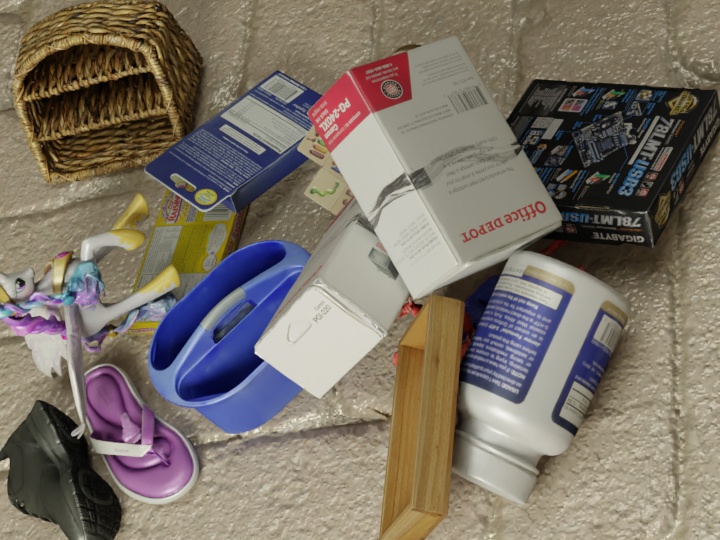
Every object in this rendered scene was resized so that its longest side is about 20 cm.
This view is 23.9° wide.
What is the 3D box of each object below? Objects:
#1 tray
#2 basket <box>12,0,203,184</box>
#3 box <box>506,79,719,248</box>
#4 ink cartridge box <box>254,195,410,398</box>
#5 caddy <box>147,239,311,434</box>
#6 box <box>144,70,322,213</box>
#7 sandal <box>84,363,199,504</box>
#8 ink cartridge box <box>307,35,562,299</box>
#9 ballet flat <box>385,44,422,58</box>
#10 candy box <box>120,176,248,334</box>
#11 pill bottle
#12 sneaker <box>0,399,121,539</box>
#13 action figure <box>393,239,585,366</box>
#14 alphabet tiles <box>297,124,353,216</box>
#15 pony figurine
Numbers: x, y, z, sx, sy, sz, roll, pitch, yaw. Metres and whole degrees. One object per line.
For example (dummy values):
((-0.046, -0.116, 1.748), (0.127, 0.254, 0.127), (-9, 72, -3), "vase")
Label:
((0.055, 0.133, 1.482), (0.037, 0.099, 0.201), (12, 60, -11), "tray")
((-0.297, -0.208, 1.933), (0.199, 0.143, 0.150), (-9, 53, 22), "basket")
((0.220, -0.106, 1.625), (0.197, 0.050, 0.200), (7, 44, 30), "box")
((0.000, 0.000, 1.574), (0.146, 0.085, 0.200), (-46, 8, 50), "ink cartridge box")
((-0.115, 0.061, 1.674), (0.200, 0.105, 0.141), (-44, 49, -7), "caddy")
((-0.124, -0.132, 1.836), (0.200, 0.033, 0.121), (-37, 47, -22), "box")
((-0.236, 0.161, 1.704), (0.082, 0.050, 0.203), (-44, 50, -7), "sandal")
((0.067, -0.092, 1.517), (0.083, 0.145, 0.201), (-39, 77, 49), "ink cartridge box")
((0.042, -0.178, 1.785), (0.067, 0.072, 0.201), (-9, 54, 23), "ballet flat")
((-0.182, -0.022, 1.821), (0.102, 0.026, 0.201), (-2, 57, 29), "candy box")
((0.146, 0.096, 1.500), (0.119, 0.120, 0.201), (21, 81, 36), "pill bottle")
((-0.302, 0.221, 1.693), (0.091, 0.076, 0.200), (-43, 42, 6), "sneaker")
((0.111, 0.032, 1.585), (0.199, 0.099, 0.065), (-33, 76, 6), "action figure")
((0.043, -0.109, 1.713), (0.199, 0.006, 0.167), (34, 84, 12), "alphabet tiles")
((-0.281, 0.041, 1.705), (0.199, 0.194, 0.166), (-25, 34, -21), "pony figurine")
